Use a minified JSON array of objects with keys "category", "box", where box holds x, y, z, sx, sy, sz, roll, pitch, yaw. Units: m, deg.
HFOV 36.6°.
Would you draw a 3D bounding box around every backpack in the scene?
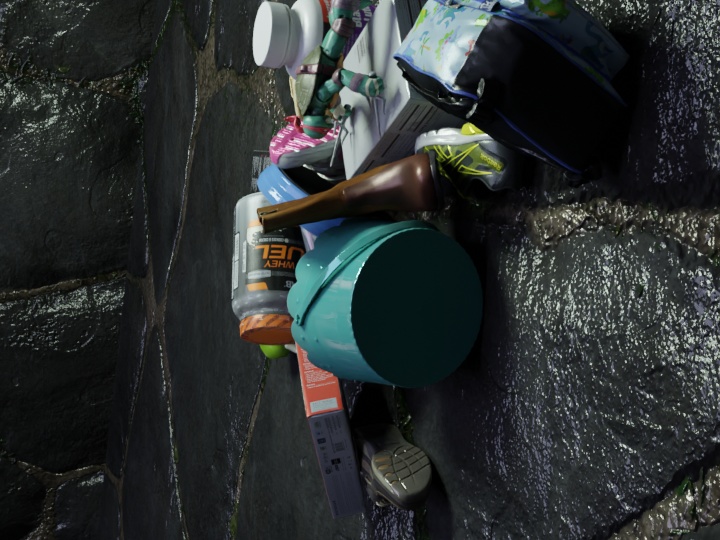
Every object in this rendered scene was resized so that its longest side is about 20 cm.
[{"category":"backpack","box":[0.142,-0.198,1.026,0.148,0.182,0.200,-59,31,7]}]

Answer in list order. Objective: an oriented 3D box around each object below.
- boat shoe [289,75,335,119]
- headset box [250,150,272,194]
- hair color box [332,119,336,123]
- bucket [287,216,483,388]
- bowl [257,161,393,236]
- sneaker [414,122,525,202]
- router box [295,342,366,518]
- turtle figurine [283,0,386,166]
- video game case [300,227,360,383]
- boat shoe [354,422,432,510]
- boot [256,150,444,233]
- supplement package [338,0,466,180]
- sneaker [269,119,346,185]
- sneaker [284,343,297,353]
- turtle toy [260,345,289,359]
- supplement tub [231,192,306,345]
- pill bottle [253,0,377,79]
[{"category":"boat shoe","box":[-0.076,-0.293,1.730,0.069,0.073,0.202,119,149,-69]},{"category":"headset box","box":[-0.123,-0.122,1.807,0.200,0.077,0.150,-165,78,-67]},{"category":"hair color box","box":[-0.039,-0.113,1.619,0.099,0.060,0.201,-113,33,-46]},{"category":"bucket","box":[0.032,0.036,1.249,0.134,0.206,0.209,6,93,60]},{"category":"bowl","box":[-0.041,-0.088,1.450,0.040,0.199,0.201,-59,31,16]},{"category":"sneaker","box":[0.116,-0.116,1.212,0.200,0.074,0.086,172,99,-68]},{"category":"router box","box":[-0.041,0.201,1.476,0.180,0.048,0.201,-103,2,-53]},{"category":"turtle figurine","box":[-0.026,-0.224,1.266,0.150,0.100,0.202,-164,82,-67]},{"category":"video game case","box":[-0.038,0.031,1.419,0.201,0.019,0.144,-115,11,-50]},{"category":"boat shoe","box":[0.043,0.259,1.376,0.200,0.074,0.074,-130,36,-71]},{"category":"boot","box":[-0.016,-0.084,1.216,0.188,0.198,0.069,-148,46,-73]},{"category":"supplement package","box":[0.058,-0.217,1.320,0.200,0.110,0.157,133,134,-57]},{"category":"sneaker","box":[-0.031,-0.151,1.439,0.081,0.199,0.089,34,127,46]},{"category":"sneaker","box":[-0.047,0.104,1.573,0.200,0.089,0.076,154,116,-66]},{"category":"turtle toy","box":[-0.144,0.051,1.807,0.146,0.100,0.202,-138,53,-62]},{"category":"supplement tub","box":[-0.123,-0.002,1.560,0.122,0.121,0.202,140,132,-61]},{"category":"pill bottle","box":[-0.037,-0.303,1.447,0.111,0.198,0.113,-178,90,-68]}]
